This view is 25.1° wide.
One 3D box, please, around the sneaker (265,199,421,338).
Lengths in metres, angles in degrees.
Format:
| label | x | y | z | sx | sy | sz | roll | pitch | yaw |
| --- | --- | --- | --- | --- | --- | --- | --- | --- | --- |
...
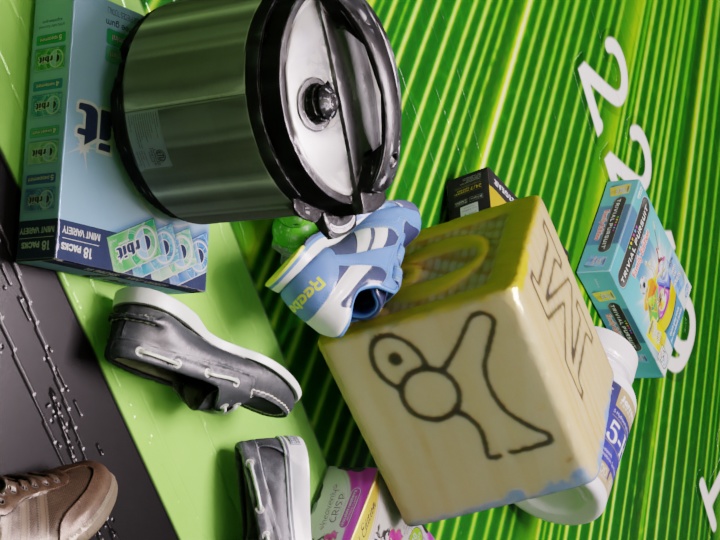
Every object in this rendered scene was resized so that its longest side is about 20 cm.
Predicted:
| label | x | y | z | sx | sy | sz | roll | pitch | yaw |
| --- | --- | --- | --- | --- | --- | --- | --- | --- | --- |
| sneaker | 0.000 | 0.000 | 1.391 | 0.082 | 0.074 | 0.200 | 48 | 38 | 8 |

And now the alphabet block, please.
| label | x | y | z | sx | sy | sz | roll | pitch | yaw |
| --- | --- | --- | --- | --- | --- | --- | --- | --- | --- |
| alphabet block | 0.101 | 0.080 | 1.456 | 0.197 | 0.194 | 0.201 | -67 | 137 | -61 |

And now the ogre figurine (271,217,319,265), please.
| label | x | y | z | sx | sy | sz | roll | pitch | yaw |
| --- | --- | --- | --- | --- | --- | --- | --- | --- | --- |
| ogre figurine | -0.035 | -0.092 | 1.392 | 0.120 | 0.098 | 0.200 | -46 | 168 | -41 |

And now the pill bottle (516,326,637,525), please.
| label | x | y | z | sx | sy | sz | roll | pitch | yaw |
| --- | --- | --- | --- | --- | --- | --- | --- | --- | --- |
| pill bottle | 0.234 | 0.163 | 1.763 | 0.120 | 0.119 | 0.201 | 57 | 44 | -36 |

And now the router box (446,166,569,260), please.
| label | x | y | z | sx | sy | sz | roll | pitch | yaw |
| --- | --- | --- | --- | --- | --- | --- | --- | --- | --- |
| router box | 0.162 | 0.009 | 1.693 | 0.200 | 0.052 | 0.158 | 39 | 40 | -48 |

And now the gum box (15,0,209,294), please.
| label | x | y | z | sx | sy | sz | roll | pitch | yaw |
| --- | --- | --- | --- | --- | --- | --- | --- | --- | --- |
| gum box | -0.180 | -0.093 | 1.229 | 0.170 | 0.044 | 0.202 | 15 | 74 | -55 |

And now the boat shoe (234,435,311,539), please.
| label | x | y | z | sx | sy | sz | roll | pitch | yaw |
| --- | --- | --- | --- | --- | --- | --- | --- | --- | --- |
| boat shoe | -0.077 | 0.239 | 1.339 | 0.067 | 0.072 | 0.202 | -2 | 89 | -20 |

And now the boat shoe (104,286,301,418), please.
| label | x | y | z | sx | sy | sz | roll | pitch | yaw |
| --- | --- | --- | --- | --- | --- | --- | --- | --- | --- |
| boat shoe | -0.126 | 0.082 | 1.276 | 0.200 | 0.075 | 0.061 | 33 | 59 | -37 |

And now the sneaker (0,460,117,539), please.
| label | x | y | z | sx | sy | sz | roll | pitch | yaw |
| --- | --- | --- | --- | --- | --- | --- | --- | --- | --- |
| sneaker | -0.240 | 0.166 | 1.094 | 0.200 | 0.070 | 0.076 | -39 | 118 | -51 |

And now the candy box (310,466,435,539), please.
| label | x | y | z | sx | sy | sz | roll | pitch | yaw |
| --- | --- | --- | --- | --- | --- | --- | --- | --- | --- |
| candy box | 0.017 | 0.290 | 1.477 | 0.200 | 0.061 | 0.137 | 54 | 46 | -39 |

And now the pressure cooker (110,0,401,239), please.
| label | x | y | z | sx | sy | sz | roll | pitch | yaw |
| --- | --- | --- | --- | --- | --- | --- | --- | --- | --- |
| pressure cooker | -0.061 | -0.122 | 1.192 | 0.176 | 0.199 | 0.180 | 46 | 50 | -44 |

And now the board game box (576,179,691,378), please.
| label | x | y | z | sx | sy | sz | roll | pitch | yaw |
| --- | --- | --- | --- | --- | --- | --- | --- | --- | --- |
| board game box | 0.342 | 0.012 | 2.001 | 0.200 | 0.047 | 0.152 | 56 | 44 | -37 |
